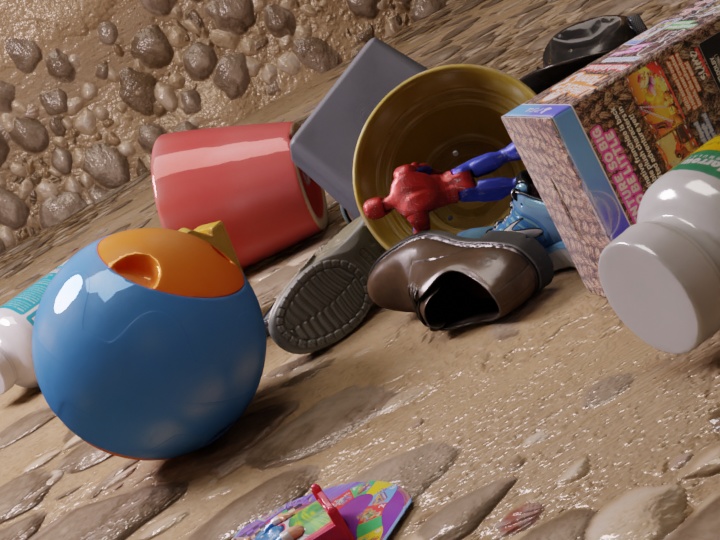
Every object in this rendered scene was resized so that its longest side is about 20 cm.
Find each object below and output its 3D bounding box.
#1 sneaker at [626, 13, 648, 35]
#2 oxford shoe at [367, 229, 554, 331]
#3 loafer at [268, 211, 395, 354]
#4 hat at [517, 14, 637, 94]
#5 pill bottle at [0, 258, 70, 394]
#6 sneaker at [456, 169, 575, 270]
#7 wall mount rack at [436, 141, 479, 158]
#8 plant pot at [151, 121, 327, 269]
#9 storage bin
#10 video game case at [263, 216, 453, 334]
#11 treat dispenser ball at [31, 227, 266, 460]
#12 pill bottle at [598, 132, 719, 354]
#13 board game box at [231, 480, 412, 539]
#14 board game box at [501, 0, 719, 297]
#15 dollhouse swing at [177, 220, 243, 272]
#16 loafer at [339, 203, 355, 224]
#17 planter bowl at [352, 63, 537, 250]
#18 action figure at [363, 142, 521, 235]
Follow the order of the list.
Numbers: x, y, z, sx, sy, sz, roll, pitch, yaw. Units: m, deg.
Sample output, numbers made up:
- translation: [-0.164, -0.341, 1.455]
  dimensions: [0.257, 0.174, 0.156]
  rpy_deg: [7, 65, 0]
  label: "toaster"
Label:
- translation: [0.270, -0.171, 1.247]
  dimensions: [0.078, 0.140, 0.200]
  rpy_deg: [-31, 15, -10]
  label: "sneaker"
- translation: [0.063, 0.012, 1.151]
  dimensions: [0.084, 0.073, 0.200]
  rpy_deg: [-41, 19, -33]
  label: "oxford shoe"
- translation: [-0.018, 0.009, 1.311]
  dimensions: [0.200, 0.075, 0.070]
  rpy_deg: [-44, 8, -28]
  label: "loafer"
- translation: [0.242, -0.207, 1.370]
  dimensions: [0.200, 0.081, 0.201]
  rpy_deg: [0, -19, 0]
  label: "hat"
- translation: [-0.403, 0.075, 1.722]
  dimensions: [0.111, 0.111, 0.200]
  rpy_deg: [-13, 21, 47]
  label: "pill bottle"
- translation: [0.152, -0.047, 1.147]
  dimensions: [0.200, 0.090, 0.078]
  rpy_deg: [-16, 19, 46]
  label: "sneaker"
- translation: [0.103, -0.108, 1.451]
  dimensions: [0.173, 0.075, 0.200]
  rpy_deg: [-15, 10, 22]
  label: "wall mount rack"
- translation: [-0.146, -0.098, 1.708]
  dimensions: [0.177, 0.201, 0.200]
  rpy_deg: [-15, 17, 11]
  label: "plant pot"
- translation: [0.020, -0.152, 1.513]
  dimensions: [0.200, 0.134, 0.146]
  rpy_deg: [-52, -5, -7]
  label: "storage bin"
- translation: [0.000, 0.000, 1.415]
  dimensions: [0.200, 0.019, 0.143]
  rpy_deg: [-20, 17, 26]
  label: "video game case"
- translation: [-0.181, 0.063, 1.170]
  dimensions: [0.201, 0.201, 0.201]
  rpy_deg: [-27, 15, 7]
  label: "treat dispenser ball"
- translation: [0.252, -0.034, 0.877]
  dimensions: [0.200, 0.113, 0.113]
  rpy_deg: [-35, 16, -23]
  label: "pill bottle"
- translation: [-0.060, 0.180, 0.866]
  dimensions: [0.158, 0.039, 0.200]
  rpy_deg: [-18, 18, 35]
  label: "board game box"
- translation: [0.237, -0.094, 1.014]
  dimensions: [0.200, 0.160, 0.097]
  rpy_deg: [-30, 14, -10]
  label: "board game box"
- translation: [-0.248, 0.040, 1.469]
  dimensions: [0.200, 0.182, 0.176]
  rpy_deg: [-36, 36, -25]
  label: "dollhouse swing"
- translation: [0.052, -0.116, 1.619]
  dimensions: [0.063, 0.072, 0.200]
  rpy_deg: [-7, 23, 42]
  label: "loafer"
- translation: [0.099, -0.089, 1.292]
  dimensions: [0.200, 0.201, 0.083]
  rpy_deg: [-26, -15, 11]
  label: "planter bowl"
- translation: [0.096, -0.072, 1.217]
  dimensions: [0.200, 0.065, 0.099]
  rpy_deg: [-14, -13, -9]
  label: "action figure"
